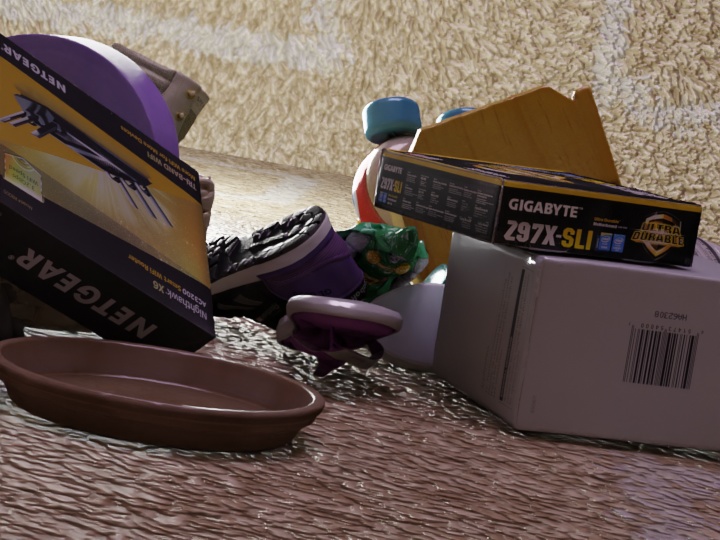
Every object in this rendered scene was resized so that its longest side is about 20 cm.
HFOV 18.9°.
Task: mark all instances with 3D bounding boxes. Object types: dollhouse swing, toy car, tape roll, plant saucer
[{"bbox_3d":[0.123,-0.069,2.004,0.199,0.182,0.176,-20,10,-6],"label":"dollhouse swing"},{"bbox_3d":[0.043,-0.057,2.282,0.176,0.185,0.200,5,-21,-31],"label":"toy car"},{"bbox_3d":[-0.250,-0.088,1.729,0.199,0.201,0.085,11,7,6],"label":"tape roll"},{"bbox_3d":[-0.121,0.073,1.273,0.199,0.030,0.200,9,7,-1],"label":"plant saucer"}]

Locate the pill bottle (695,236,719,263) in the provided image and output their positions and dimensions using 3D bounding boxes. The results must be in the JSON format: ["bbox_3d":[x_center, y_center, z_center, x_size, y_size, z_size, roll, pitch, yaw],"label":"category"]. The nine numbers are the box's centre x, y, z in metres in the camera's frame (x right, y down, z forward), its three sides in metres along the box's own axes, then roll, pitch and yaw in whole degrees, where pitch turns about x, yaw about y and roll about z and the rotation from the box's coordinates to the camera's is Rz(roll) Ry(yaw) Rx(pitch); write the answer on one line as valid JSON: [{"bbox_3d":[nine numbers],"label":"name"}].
[{"bbox_3d":[0.273,0.019,1.992,0.113,0.114,0.200,14,7,32],"label":"pill bottle"}]

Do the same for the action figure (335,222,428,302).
[{"bbox_3d":[0.000,0.000,1.685,0.118,0.055,0.200,17,-20,-16],"label":"action figure"}]

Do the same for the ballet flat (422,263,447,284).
[{"bbox_3d":[0.078,0.039,1.802,0.063,0.069,0.200,37,5,-3],"label":"ballet flat"}]

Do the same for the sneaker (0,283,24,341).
[{"bbox_3d":[-0.303,0.011,1.367,0.200,0.071,0.098,27,33,29],"label":"sneaker"}]

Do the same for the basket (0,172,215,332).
[{"bbox_3d":[-0.220,-0.028,1.562,0.199,0.136,0.123,5,12,-40],"label":"basket"}]

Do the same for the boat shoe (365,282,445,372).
[{"bbox_3d":[0.094,0.052,1.669,0.199,0.071,0.070,-3,-24,-13],"label":"boat shoe"}]

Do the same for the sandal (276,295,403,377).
[{"bbox_3d":[-0.017,0.052,1.532,0.082,0.050,0.203,6,-8,-6],"label":"sandal"}]

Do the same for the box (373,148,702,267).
[{"bbox_3d":[0.122,-0.046,1.528,0.159,0.050,0.200,8,6,-24],"label":"box"}]

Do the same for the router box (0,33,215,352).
[{"bbox_3d":[-0.185,-0.045,1.407,0.200,0.052,0.158,34,32,-38],"label":"router box"}]

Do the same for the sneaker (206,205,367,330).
[{"bbox_3d":[-0.078,0.021,1.656,0.200,0.088,0.076,-14,30,47],"label":"sneaker"}]

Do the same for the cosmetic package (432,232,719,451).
[{"bbox_3d":[0.178,0.047,1.540,0.199,0.123,0.200,7,7,-15],"label":"cosmetic package"}]

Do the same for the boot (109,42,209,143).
[{"bbox_3d":[-0.167,-0.084,1.823,0.200,0.155,0.072,35,-16,-3],"label":"boot"}]
